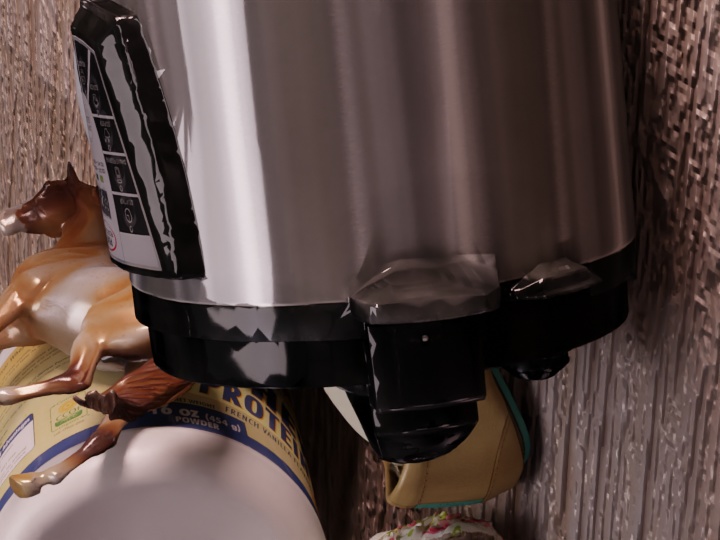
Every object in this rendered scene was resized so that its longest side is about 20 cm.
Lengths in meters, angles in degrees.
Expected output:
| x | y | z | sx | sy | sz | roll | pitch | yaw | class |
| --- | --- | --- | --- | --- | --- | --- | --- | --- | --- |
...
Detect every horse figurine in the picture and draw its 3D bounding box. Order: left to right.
| x | y | z | sx | sy | sz | roll | pitch | yaw | class |
| --- | --- | --- | --- | --- | --- | --- | --- | --- | --- |
| -0.117 | 0.026 | 1.033 | 0.200 | 0.133 | 0.050 | 23 | 139 | 52 | horse figurine |

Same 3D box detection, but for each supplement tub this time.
| x | y | z | sx | sy | sz | roll | pitch | yaw | class |
| --- | --- | --- | --- | --- | --- | --- | --- | --- | --- |
| -0.095 | 0.092 | 1.109 | 0.200 | 0.144 | 0.144 | -108 | 18 | -63 | supplement tub |

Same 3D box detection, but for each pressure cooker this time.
| x | y | z | sx | sy | sz | roll | pitch | yaw | class |
| --- | --- | --- | --- | --- | --- | --- | --- | --- | --- |
| 0.005 | -0.037 | 0.839 | 0.179 | 0.176 | 0.200 | 2 | 103 | 35 | pressure cooker |

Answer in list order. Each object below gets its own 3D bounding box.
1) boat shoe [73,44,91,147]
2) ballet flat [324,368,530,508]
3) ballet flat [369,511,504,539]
| x | y | z | sx | sy | sz | roll | pitch | yaw | class |
| --- | --- | --- | --- | --- | --- | --- | --- | --- | --- |
| -0.075 | -0.047 | 1.054 | 0.091 | 0.071 | 0.200 | 45 | 164 | 53 | boat shoe |
| 0.000 | 0.000 | 0.976 | 0.200 | 0.063 | 0.069 | 64 | 156 | 20 | ballet flat |
| 0.007 | 0.150 | 1.034 | 0.200 | 0.076 | 0.064 | 109 | 151 | -43 | ballet flat |
